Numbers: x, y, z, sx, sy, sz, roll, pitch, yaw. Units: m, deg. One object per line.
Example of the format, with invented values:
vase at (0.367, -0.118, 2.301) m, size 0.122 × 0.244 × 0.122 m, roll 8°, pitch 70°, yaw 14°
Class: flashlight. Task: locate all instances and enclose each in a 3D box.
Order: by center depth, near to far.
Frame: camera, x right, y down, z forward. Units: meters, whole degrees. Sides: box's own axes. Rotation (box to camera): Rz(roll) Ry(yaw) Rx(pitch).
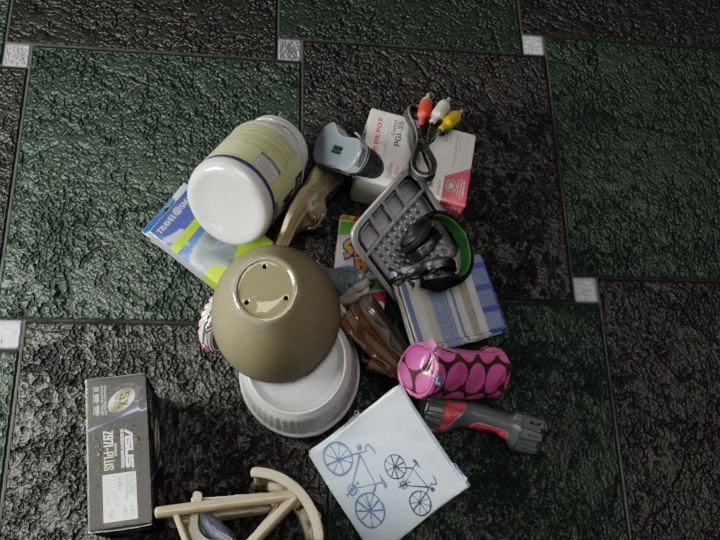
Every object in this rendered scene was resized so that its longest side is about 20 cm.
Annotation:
flashlight at (0.189, 0.248, 1.254) m, size 0.195 × 0.068 × 0.069 m, roll 19°, pitch 64°, yaw -6°

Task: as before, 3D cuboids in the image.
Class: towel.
towel at (0.146, 0.055, 1.302) m, size 0.196 × 0.024 × 0.150 m, roll -10°, pitch 76°, yaw -32°

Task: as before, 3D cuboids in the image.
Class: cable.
cable at (0.107, -0.230, 1.305) m, size 0.095 × 0.051 × 0.202 m, roll 23°, pitch 44°, yaw 2°

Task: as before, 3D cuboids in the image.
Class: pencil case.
pencil case at (0.153, 0.153, 1.218) m, size 0.090 × 0.197 × 0.096 m, roll 33°, pitch 108°, yaw 42°

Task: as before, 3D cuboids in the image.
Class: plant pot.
plant pot at (-0.129, 0.046, 1.127) m, size 0.194 × 0.135 × 0.206 m, roll -1°, pitch 71°, yaw 2°

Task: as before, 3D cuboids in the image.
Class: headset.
headset at (0.118, -0.025, 1.242) m, size 0.198 × 0.093 × 0.126 m, roll -31°, pitch 93°, yaw -41°

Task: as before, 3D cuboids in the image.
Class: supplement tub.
supplement tub at (-0.174, -0.152, 1.266) m, size 0.142 × 0.147 × 0.201 m, roll 27°, pitch 40°, yaw 2°

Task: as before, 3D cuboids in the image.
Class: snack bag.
snack bag at (0.039, 0.297, 1.181) m, size 0.199 × 0.021 × 0.190 m, roll -41°, pitch 76°, yaw 15°

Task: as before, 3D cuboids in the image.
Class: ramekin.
ramekin at (-0.097, 0.149, 1.214) m, size 0.196 × 0.095 × 0.208 m, roll 0°, pitch 72°, yaw 0°

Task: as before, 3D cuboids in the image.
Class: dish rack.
dish rack at (0.074, -0.048, 1.306) m, size 0.172 × 0.043 × 0.201 m, roll -48°, pitch 118°, yaw -18°

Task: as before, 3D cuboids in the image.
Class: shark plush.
shark plush at (-0.059, 0.001, 1.272) m, size 0.198 × 0.084 × 0.091 m, roll 32°, pitch 70°, yaw 38°

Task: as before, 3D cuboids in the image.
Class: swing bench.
swing bench at (-0.162, 0.355, 1.087) m, size 0.196 × 0.200 × 0.132 m, roll -23°, pitch 74°, yaw -16°

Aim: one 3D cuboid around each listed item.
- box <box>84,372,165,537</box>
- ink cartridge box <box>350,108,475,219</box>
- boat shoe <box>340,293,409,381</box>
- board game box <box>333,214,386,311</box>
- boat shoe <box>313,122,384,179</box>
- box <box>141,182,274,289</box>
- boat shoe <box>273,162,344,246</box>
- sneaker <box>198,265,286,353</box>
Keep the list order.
box at (-0.331, 0.267, 1.113) m, size 0.084 × 0.164 × 0.205 m, roll -5°, pitch 70°, yaw -10°
ink cartridge box at (0.091, -0.180, 1.379) m, size 0.195 × 0.083 × 0.150 m, roll 13°, pitch 69°, yaw -4°
boat shoe at (0.035, 0.126, 1.238) m, size 0.071 × 0.076 × 0.202 m, roll -31°, pitch 116°, yaw 8°
board game box at (0.000, 0.000, 1.333) m, size 0.093 × 0.030 × 0.205 m, roll 8°, pitch 67°, yaw -5°
boat shoe at (-0.018, -0.193, 1.297) m, size 0.067 × 0.199 × 0.075 m, roll 25°, pitch 91°, yaw -29°
box at (-0.254, -0.055, 1.303) m, size 0.198 × 0.048 × 0.123 m, roll 37°, pitch 69°, yaw 5°
boat shoe at (-0.084, -0.104, 1.322) m, size 0.064 × 0.072 × 0.202 m, roll 31°, pitch 51°, yaw -5°
sneaker at (-0.175, 0.051, 1.233) m, size 0.200 × 0.081 × 0.074 m, roll -47°, pitch 54°, yaw -4°
